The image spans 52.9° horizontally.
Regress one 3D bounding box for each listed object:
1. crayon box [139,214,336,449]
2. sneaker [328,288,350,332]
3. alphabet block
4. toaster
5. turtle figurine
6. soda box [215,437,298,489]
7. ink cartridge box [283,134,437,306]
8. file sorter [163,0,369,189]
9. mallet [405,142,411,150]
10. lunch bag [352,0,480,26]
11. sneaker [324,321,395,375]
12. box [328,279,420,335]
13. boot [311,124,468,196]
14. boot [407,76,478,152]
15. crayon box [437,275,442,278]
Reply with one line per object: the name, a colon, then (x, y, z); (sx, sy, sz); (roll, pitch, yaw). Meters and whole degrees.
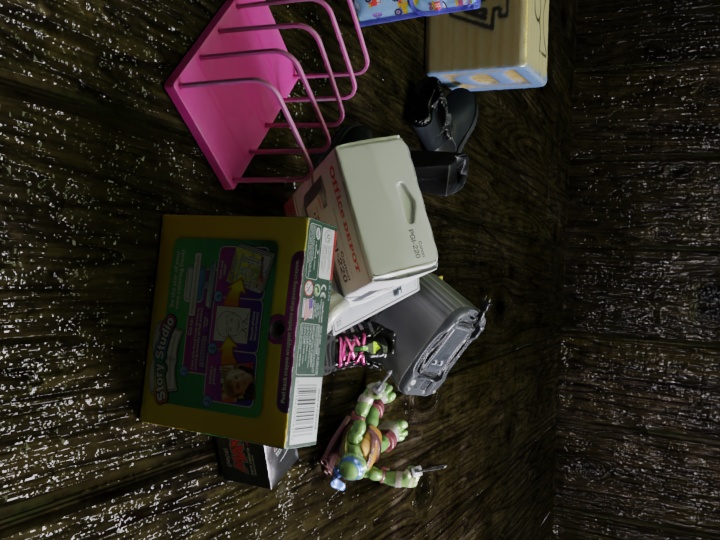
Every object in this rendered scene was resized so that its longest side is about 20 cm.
crayon box: (-0.117, 0.052, 0.681); (0.058, 0.171, 0.202); (15, 80, -60)
sneaker: (-0.080, 0.051, 0.823); (0.075, 0.088, 0.200); (-43, 176, -35)
alphabet block: (0.242, -0.458, 1.362); (0.195, 0.194, 0.202); (-5, 97, -66)
toaster: (0.098, 0.087, 1.126); (0.113, 0.129, 0.201); (15, 114, -53)
turtle figurine: (0.048, 0.233, 1.054); (0.201, 0.143, 0.194); (-53, 179, 15)
soda box: (-0.123, 0.134, 0.794); (0.063, 0.070, 0.202); (-39, 126, -57)
ink cartridge box: (-0.007, -0.042, 0.805); (0.084, 0.200, 0.147); (-12, 82, -26)
file sorter: (-0.085, -0.207, 0.777); (0.140, 0.124, 0.201); (65, 37, -45)
mallet: (0.061, -0.109, 1.205); (0.066, 0.041, 0.202); (-38, 130, -58)
lunch bag: (0.084, -0.441, 1.022); (0.094, 0.198, 0.152); (-52, 137, -51)
sneaker: (-0.009, 0.105, 1.012); (0.199, 0.087, 0.075); (-4, 97, -64)
box: (0.000, 0.000, 1.000); (0.199, 0.060, 0.118); (-25, 115, -46)
boot: (0.053, -0.153, 0.986); (0.165, 0.198, 0.066); (-54, 139, -49)
boot: (0.154, -0.299, 1.327); (0.202, 0.076, 0.168); (-69, 153, -22)
crayon box: (0.101, 0.109, 1.288); (0.127, 0.050, 0.202); (1, 91, -65)
